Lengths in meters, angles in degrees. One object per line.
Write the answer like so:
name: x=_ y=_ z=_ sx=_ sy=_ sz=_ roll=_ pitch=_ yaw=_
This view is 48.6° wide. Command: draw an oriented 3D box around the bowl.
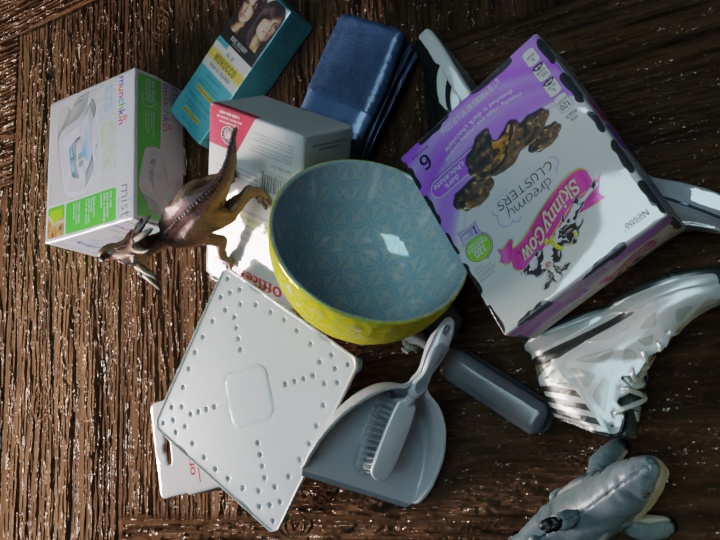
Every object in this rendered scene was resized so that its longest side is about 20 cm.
bowl: x=0.000 y=0.000 z=0.782 sx=0.201 sy=0.197 sz=0.109 roll=53 pitch=147 yaw=26

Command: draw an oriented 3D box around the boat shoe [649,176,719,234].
boat shoe: x=0.251 y=-0.050 z=0.717 sx=0.197 sy=0.071 sz=0.067 roll=18 pitch=95 yaw=33

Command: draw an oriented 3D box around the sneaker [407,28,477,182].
sneaker: x=0.080 y=-0.149 z=0.835 sx=0.111 sy=0.073 sz=0.202 roll=-36 pitch=66 yaw=19

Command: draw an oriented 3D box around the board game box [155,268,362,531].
board game box: x=-0.112 y=0.133 z=0.848 sx=0.198 sy=0.026 sz=0.203 roll=31 pitch=100 yaw=28

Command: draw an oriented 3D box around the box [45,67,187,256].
box: x=-0.326 y=-0.138 z=1.070 sx=0.174 sy=0.096 sz=0.205 roll=-10 pitch=75 yaw=32

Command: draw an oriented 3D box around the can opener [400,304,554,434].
can opener: x=0.107 y=0.087 z=0.788 sx=0.199 sy=0.052 sz=0.067 roll=37 pitch=105 yaw=30

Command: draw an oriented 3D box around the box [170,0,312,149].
box: x=-0.153 y=-0.255 z=1.010 sx=0.082 sy=0.049 sz=0.201 roll=46 pitch=105 yaw=29

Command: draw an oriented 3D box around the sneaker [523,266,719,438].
sneaker: x=0.248 y=0.080 z=0.696 sx=0.199 sy=0.075 sz=0.118 roll=-30 pitch=68 yaw=34

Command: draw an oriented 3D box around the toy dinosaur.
toy dinosaur: x=-0.177 y=-0.051 z=0.812 sx=0.087 sy=0.134 sz=0.200 roll=55 pitch=131 yaw=13

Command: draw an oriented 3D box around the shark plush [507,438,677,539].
shark plush: x=0.180 y=0.211 z=0.705 sx=0.197 sy=0.083 sz=0.093 roll=-25 pitch=70 yaw=25

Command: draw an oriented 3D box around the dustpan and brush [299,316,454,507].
dustpan and brush: x=0.040 y=0.134 z=0.772 sx=0.204 sy=0.137 sz=0.057 roll=-68 pitch=20 yaw=3

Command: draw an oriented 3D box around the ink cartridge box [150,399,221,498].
ink cartridge box: x=-0.143 y=0.185 z=0.916 sx=0.197 sy=0.066 sz=0.118 roll=-20 pitch=72 yaw=27

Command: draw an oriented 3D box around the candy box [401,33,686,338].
candy box: x=0.154 y=-0.070 z=0.704 sx=0.167 sy=0.071 sz=0.202 roll=-40 pitch=64 yaw=24

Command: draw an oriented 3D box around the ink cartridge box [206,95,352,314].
ink cartridge box: x=-0.095 y=-0.074 z=0.882 sx=0.143 sy=0.083 sz=0.204 roll=24 pitch=119 yaw=33

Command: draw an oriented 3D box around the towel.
towel: x=-0.019 y=-0.186 z=0.917 sx=0.111 sy=0.048 sz=0.203 roll=29 pitch=98 yaw=30
